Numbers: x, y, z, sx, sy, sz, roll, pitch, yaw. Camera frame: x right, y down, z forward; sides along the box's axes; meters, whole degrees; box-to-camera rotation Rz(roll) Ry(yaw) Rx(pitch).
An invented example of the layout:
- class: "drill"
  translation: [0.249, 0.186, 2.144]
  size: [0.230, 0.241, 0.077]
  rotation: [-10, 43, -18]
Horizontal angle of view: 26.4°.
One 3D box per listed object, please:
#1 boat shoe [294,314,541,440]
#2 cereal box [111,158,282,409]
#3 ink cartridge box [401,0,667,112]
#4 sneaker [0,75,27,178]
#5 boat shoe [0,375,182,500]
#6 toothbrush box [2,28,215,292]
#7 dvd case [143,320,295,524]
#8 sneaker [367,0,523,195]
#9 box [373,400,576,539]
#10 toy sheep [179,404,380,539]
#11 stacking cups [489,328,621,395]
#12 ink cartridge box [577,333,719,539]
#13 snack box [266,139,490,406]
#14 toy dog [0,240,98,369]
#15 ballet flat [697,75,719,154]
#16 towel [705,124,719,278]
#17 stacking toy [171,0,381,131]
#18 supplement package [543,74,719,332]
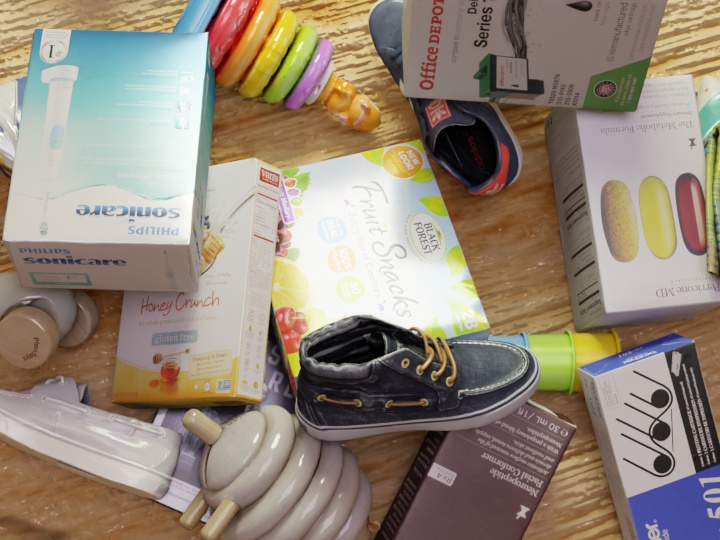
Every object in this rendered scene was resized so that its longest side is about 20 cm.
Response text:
- class: "boat shoe"
  translation: [0.048, 0.076, 1.188]
  size: [0.200, 0.091, 0.071]
  rotation: [-11, 50, -10]
- class: "cereal box"
  translation: [-0.137, 0.013, 1.281]
  size: [0.144, 0.040, 0.200]
  rotation: [-7, 73, 37]
- class: "ink cartridge box"
  translation: [0.135, -0.208, 1.246]
  size: [0.200, 0.146, 0.084]
  rotation: [3, 56, 0]
- class: "sneaker"
  translation: [-0.251, -0.083, 1.315]
  size: [0.088, 0.075, 0.200]
  rotation: [-35, 85, -11]
- class: "boat shoe"
  translation: [-0.243, 0.125, 1.270]
  size: [0.200, 0.072, 0.069]
  rotation: [19, 73, 13]
- class: "toothbrush box"
  translation: [-0.197, -0.089, 1.236]
  size: [0.146, 0.085, 0.200]
  rotation: [1, 62, 0]
- class: "dvd case"
  translation: [-0.094, 0.124, 1.318]
  size: [0.150, 0.025, 0.200]
  rotation: [24, 78, -2]
- class: "sneaker"
  translation: [0.070, -0.152, 1.336]
  size: [0.075, 0.085, 0.200]
  rotation: [-36, 93, 26]
- class: "box"
  translation: [0.087, 0.192, 1.277]
  size: [0.100, 0.075, 0.200]
  rotation: [26, 91, -7]
- class: "toy sheep"
  translation: [-0.067, 0.178, 1.232]
  size: [0.200, 0.138, 0.138]
  rotation: [42, 76, -26]
- class: "stacking cups"
  translation: [0.123, 0.080, 1.329]
  size: [0.200, 0.061, 0.061]
  rotation: [0, 79, -6]
- class: "ink cartridge box"
  translation: [0.258, 0.164, 1.306]
  size: [0.094, 0.044, 0.200]
  rotation: [-19, 101, -9]
- class: "snack box"
  translation: [0.000, 0.000, 1.298]
  size: [0.168, 0.068, 0.200]
  rotation: [-13, 60, -8]
- class: "toy dog"
  translation: [-0.312, 0.006, 1.274]
  size: [0.200, 0.132, 0.096]
  rotation: [14, 107, -12]
- class: "ballet flat"
  translation: [0.352, -0.164, 1.407]
  size: [0.200, 0.067, 0.070]
  rotation: [-40, 61, -12]
- class: "towel"
  translation: [0.367, -0.037, 1.339]
  size: [0.200, 0.023, 0.144]
  rotation: [19, 66, -39]
- class: "stacking toy"
  translation: [-0.065, -0.182, 1.350]
  size: [0.200, 0.116, 0.110]
  rotation: [30, 76, -11]
- class: "supplement package"
  translation: [0.238, -0.056, 1.343]
  size: [0.114, 0.110, 0.200]
  rotation: [-6, 80, -7]
